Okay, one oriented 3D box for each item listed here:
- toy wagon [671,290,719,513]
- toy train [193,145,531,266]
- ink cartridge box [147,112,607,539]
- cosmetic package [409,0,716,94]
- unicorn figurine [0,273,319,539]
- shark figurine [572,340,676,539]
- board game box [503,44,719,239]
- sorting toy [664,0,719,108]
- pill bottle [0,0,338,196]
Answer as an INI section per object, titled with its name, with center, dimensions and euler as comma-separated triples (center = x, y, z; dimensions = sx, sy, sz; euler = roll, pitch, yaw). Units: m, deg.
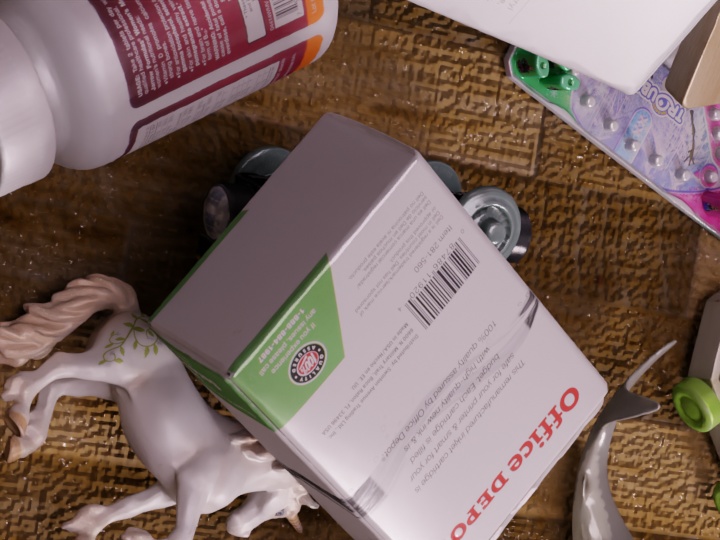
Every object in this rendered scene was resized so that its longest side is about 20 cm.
[toy wagon]
center = 0.266, 0.091, 1.790
dimensions = 0.155, 0.039, 0.201
euler = -33, 112, -26
[toy train]
center = 0.000, 0.000, 1.589
dimensions = 0.199, 0.085, 0.115
euler = 4, 105, -35
[ink cartridge box]
center = 0.013, 0.044, 1.508
dimensions = 0.146, 0.084, 0.200
euler = -49, 129, -11
[cosmetic package]
center = 0.094, -0.227, 1.536
dimensions = 0.199, 0.168, 0.166
euler = 20, 125, -33
[unicorn figurine]
center = -0.100, 0.090, 1.530
dimensions = 0.137, 0.074, 0.201
euler = -35, 111, -28
[shark figurine]
center = 0.162, 0.160, 1.722
dimensions = 0.089, 0.128, 0.216
euler = -14, 84, -56
[board game box]
center = 0.197, -0.148, 1.731
dimensions = 0.200, 0.026, 0.201
euler = 35, 76, -31
[sorting toy]
center = 0.260, -0.201, 1.668
dimensions = 0.198, 0.070, 0.201
euler = -11, 135, -37
[pill bottle]
center = -0.118, -0.116, 1.479
dimensions = 0.199, 0.109, 0.110
euler = -28, 109, -28
